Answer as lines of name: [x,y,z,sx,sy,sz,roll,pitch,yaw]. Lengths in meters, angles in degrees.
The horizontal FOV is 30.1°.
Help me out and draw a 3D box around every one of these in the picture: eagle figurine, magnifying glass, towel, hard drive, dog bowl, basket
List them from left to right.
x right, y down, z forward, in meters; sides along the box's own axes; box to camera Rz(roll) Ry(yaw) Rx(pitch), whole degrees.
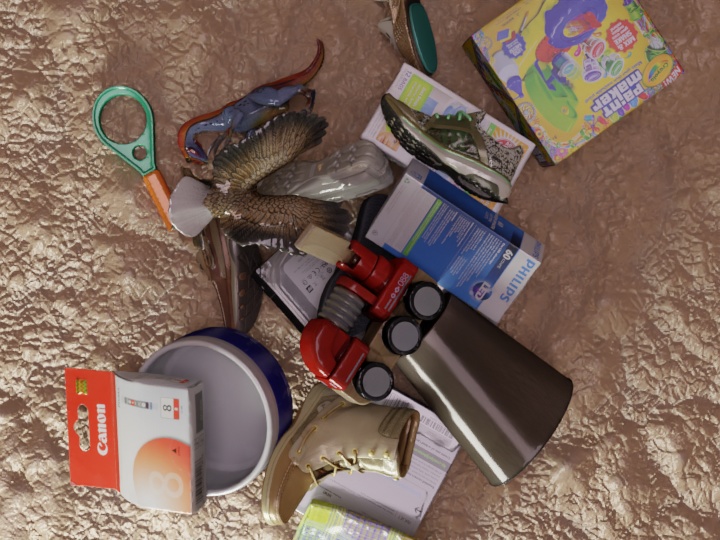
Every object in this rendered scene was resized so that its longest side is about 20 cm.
magnifying glass: [-0.283,-0.146,1.745,0.079,0.022,0.202,-27,93,0]
dog bowl: [-0.188,0.177,1.696,0.197,0.079,0.204,4,102,19]
eagle figurine: [-0.126,-0.097,1.616,0.197,0.152,0.153,-8,56,22]
hard drive: [-0.026,0.034,1.725,0.139,0.038,0.201,-42,93,-20]
towel: [0.013,0.365,1.720,0.198,0.144,0.023,25,50,1]
basket: [0.145,0.137,1.683,0.200,0.136,0.181,42,55,-9]

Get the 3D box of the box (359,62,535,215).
box: [0.110,-0.162,1.709,0.198,0.101,0.113,32,92,-2]

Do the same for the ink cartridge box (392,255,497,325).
ink cartridge box: [0.114,-0.022,1.735,0.198,0.059,0.105,32,92,-2]

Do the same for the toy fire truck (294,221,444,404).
toy fire truck: [-0.019,0.039,1.597,0.199,0.128,0.177,36,80,-13]

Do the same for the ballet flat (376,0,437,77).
ballet flat: [0.049,-0.343,1.729,0.064,0.070,0.203,-11,90,27]

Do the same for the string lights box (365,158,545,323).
string lights box: [0.117,-0.036,1.655,0.199,0.059,0.103,33,117,-3]

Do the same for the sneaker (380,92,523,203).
sneaker: [0.114,-0.165,1.631,0.199,0.077,0.089,34,80,-7]

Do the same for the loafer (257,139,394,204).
loafer: [-0.048,-0.105,1.698,0.198,0.071,0.070,-13,134,35]

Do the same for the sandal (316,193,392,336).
sandal: [0.001,0.000,1.702,0.076,0.043,0.202,32,68,-20]

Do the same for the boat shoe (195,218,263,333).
boat shoe: [-0.173,-0.017,1.732,0.071,0.076,0.204,-4,90,24]

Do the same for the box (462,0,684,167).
box: [0.266,-0.268,1.698,0.199,0.122,0.194,-35,93,1]

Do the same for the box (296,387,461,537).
box: [0.028,0.259,1.755,0.154,0.041,0.202,28,90,-1]

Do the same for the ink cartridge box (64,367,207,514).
ink cartridge box: [-0.289,0.209,1.672,0.197,0.050,0.165,3,102,16]

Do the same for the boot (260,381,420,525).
boot: [-0.023,0.239,1.657,0.153,0.073,0.201,12,53,25]

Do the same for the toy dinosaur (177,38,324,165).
toy dinosaur: [-0.144,-0.196,1.737,0.178,0.106,0.202,3,55,11]
